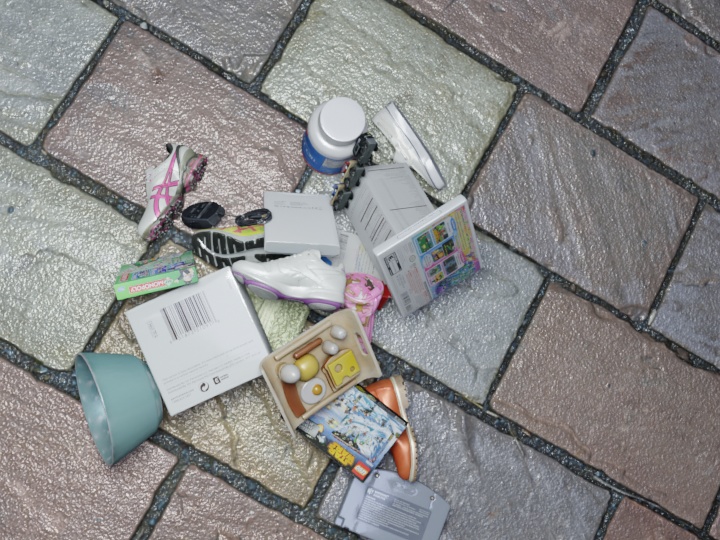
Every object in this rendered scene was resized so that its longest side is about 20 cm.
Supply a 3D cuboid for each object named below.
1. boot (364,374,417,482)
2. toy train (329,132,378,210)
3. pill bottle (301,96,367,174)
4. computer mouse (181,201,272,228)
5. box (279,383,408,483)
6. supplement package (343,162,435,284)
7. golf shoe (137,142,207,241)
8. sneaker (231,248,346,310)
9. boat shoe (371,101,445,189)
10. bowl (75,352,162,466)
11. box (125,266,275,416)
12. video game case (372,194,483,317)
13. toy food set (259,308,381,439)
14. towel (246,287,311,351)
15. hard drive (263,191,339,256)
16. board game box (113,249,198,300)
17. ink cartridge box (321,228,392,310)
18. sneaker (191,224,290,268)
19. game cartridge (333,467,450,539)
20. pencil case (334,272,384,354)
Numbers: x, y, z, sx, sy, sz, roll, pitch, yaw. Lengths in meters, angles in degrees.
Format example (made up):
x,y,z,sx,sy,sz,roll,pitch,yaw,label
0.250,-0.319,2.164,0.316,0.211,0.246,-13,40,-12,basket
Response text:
x,y,z,sx,sy,sz,roll,pitch,yaw,label
0.049,0.308,1.425,0.107,0.075,0.200,-12,75,-8,boot
-0.017,-0.178,1.369,0.034,0.200,0.046,-9,60,-28,toy train
-0.048,-0.255,1.407,0.112,0.200,0.112,1,82,-10,pill bottle
-0.249,-0.096,1.391,0.200,0.034,0.059,6,44,28,computer mouse
-0.031,0.276,1.385,0.200,0.040,0.137,38,100,8,box
0.066,-0.090,1.402,0.114,0.110,0.200,-9,56,-29,supplement package
-0.370,-0.147,1.405,0.092,0.073,0.200,26,69,0,golf shoe
-0.120,0.005,1.290,0.200,0.075,0.100,14,71,-11,sneaker
0.094,-0.239,1.506,0.070,0.071,0.200,-34,94,15,boat shoe
-0.414,0.226,1.303,0.105,0.201,0.201,-15,86,-32,bowl
-0.275,0.120,1.329,0.199,0.131,0.200,-24,91,-3,box
0.125,-0.020,1.327,0.182,0.200,0.024,-32,51,-6,video game case
-0.065,0.176,1.289,0.200,0.060,0.144,-32,112,-23,toy food set
-0.175,0.089,1.426,0.148,0.036,0.200,25,79,-7,towel
-0.113,-0.089,1.390,0.132,0.200,0.027,3,121,-10,hard drive
-0.358,0.004,1.321,0.134,0.200,0.029,-14,103,-11,board game box
0.000,0.000,1.437,0.200,0.067,0.116,17,62,-8,ink cartridge box
-0.219,-0.056,1.424,0.200,0.090,0.078,4,122,6,sneaker
0.064,0.454,1.426,0.200,0.040,0.134,25,83,-7,game cartridge
-0.009,0.098,1.379,0.086,0.083,0.200,8,127,0,pencil case
